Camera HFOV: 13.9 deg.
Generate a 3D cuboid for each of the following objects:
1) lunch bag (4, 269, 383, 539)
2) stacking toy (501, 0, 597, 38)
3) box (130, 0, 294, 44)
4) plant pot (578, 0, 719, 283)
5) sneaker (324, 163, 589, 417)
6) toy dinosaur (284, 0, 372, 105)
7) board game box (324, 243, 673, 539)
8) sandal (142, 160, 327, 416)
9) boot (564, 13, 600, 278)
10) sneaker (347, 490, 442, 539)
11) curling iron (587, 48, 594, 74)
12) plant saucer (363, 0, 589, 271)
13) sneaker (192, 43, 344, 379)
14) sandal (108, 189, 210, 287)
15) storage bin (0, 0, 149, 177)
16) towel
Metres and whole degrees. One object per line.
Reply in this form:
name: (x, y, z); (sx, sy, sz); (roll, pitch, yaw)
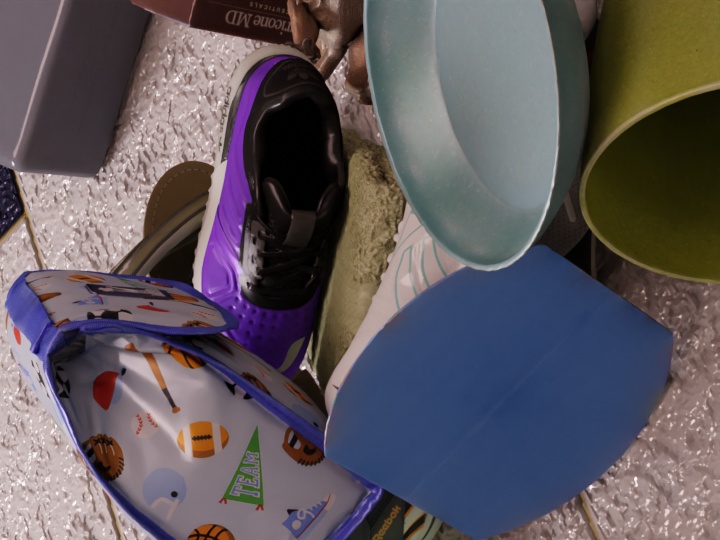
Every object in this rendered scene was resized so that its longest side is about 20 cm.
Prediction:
lunch bag: (-0.103, 0.076, 1.619); (0.124, 0.200, 0.170); (-52, 16, -1)
stacking toy: (0.086, -0.168, 1.529); (0.146, 0.146, 0.200); (-63, 22, 21)
box: (-0.061, -0.244, 1.822); (0.075, 0.100, 0.200); (30, 107, 47)
plant pot: (0.196, -0.125, 1.468); (0.187, 0.187, 0.200); (-34, 46, 41)
sneaker: (0.046, 0.002, 1.581); (0.200, 0.070, 0.080); (-51, 46, 12)
toy dinosaur: (-0.013, -0.182, 1.769); (0.136, 0.086, 0.200); (-105, 24, -52)
board game box: (0.068, 0.054, 1.552); (0.158, 0.200, 0.039); (-46, 44, 13)
sandal: (-0.078, 0.040, 1.824); (0.070, 0.078, 0.212); (105, 141, -69)
boot: (0.074, -0.054, 1.663); (0.144, 0.072, 0.200); (12, 95, 53)
sneaker: (0.000, 0.134, 1.710); (0.078, 0.079, 0.200); (32, 107, 48)
curling iron: (0.110, -0.116, 1.573); (0.200, 0.026, 0.050); (-20, 102, 5)
plant saucer: (0.061, -0.101, 1.448); (0.200, 0.036, 0.200); (38, 133, 56)
sneaker: (-0.048, -0.024, 1.690); (0.100, 0.070, 0.200); (-147, 58, -68)
sandal: (-0.083, -0.019, 1.770); (0.057, 0.201, 0.080); (55, 163, -1)
storage bin: (-0.229, -0.160, 1.986); (0.134, 0.146, 0.200); (27, 105, 37)
towel: (0.000, 0.000, 1.698); (0.200, 0.036, 0.148); (-122, 39, -78)
